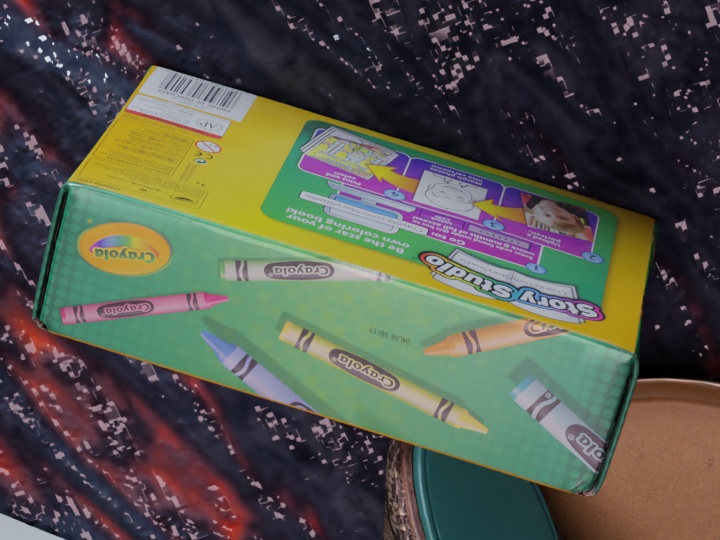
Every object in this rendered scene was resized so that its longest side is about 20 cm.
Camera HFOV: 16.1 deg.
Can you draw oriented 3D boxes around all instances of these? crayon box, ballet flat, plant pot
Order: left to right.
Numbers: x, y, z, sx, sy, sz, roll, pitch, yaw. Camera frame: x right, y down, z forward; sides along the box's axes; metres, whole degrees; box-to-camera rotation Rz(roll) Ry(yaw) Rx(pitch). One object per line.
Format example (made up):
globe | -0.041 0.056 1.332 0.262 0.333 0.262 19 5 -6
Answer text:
crayon box | 0.000 0.000 0.883 0.199 0.119 0.059 17 115 3
ballet flat | 0.055 0.128 0.929 0.075 0.068 0.200 -13 122 51
plant pot | 0.118 0.126 0.967 0.198 0.028 0.201 4 114 9

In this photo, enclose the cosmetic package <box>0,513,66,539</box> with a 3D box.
cosmetic package | -0.146 0.218 0.960 0.166 0.200 0.167 21 115 0
